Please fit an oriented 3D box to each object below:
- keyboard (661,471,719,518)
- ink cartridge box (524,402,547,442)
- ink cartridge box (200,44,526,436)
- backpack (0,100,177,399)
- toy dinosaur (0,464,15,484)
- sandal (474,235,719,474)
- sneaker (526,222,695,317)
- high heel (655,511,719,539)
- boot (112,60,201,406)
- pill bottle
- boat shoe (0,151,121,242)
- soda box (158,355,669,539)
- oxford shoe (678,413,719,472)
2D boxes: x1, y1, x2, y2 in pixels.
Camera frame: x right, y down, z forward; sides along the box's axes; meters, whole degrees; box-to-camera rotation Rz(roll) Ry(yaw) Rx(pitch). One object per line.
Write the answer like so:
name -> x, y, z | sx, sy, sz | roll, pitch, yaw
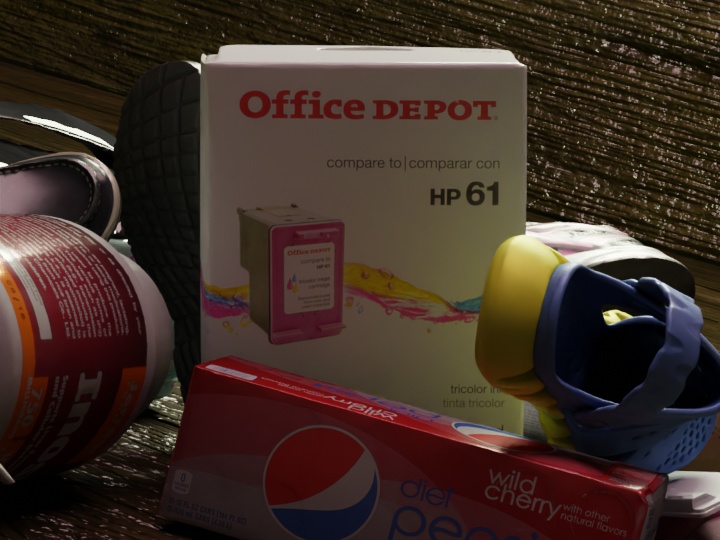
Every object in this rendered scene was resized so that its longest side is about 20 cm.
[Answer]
keyboard -> 0.095, 0.100, 1.361 | 0.200, 0.011, 0.056 | -1, 7, 45
ink cartridge box -> 0.157, 0.068, 1.551 | 0.200, 0.045, 0.176 | 14, -26, 10
ink cartridge box -> 0.000, 0.000, 1.335 | 0.144, 0.200, 0.085 | 0, 6, -2
backpack -> -0.166, -0.006, 1.497 | 0.200, 0.127, 0.167 | 6, 24, -38
toy dinosaur -> -0.222, 0.071, 0.998 | 0.200, 0.077, 0.102 | 18, 17, -2
sandal -> 0.119, 0.048, 1.259 | 0.087, 0.080, 0.200 | 11, -10, 26
sneaker -> 0.055, 0.016, 1.443 | 0.200, 0.080, 0.086 | -1, 22, -15
high heel -> 0.174, 0.114, 1.408 | 0.096, 0.067, 0.200 | 25, 12, 18
boot -> -0.047, -0.015, 1.468 | 0.070, 0.200, 0.132 | -2, 13, 36
pill bottle -> -0.153, 0.032, 1.224 | 0.113, 0.113, 0.200 | 15, 6, 18
boat shoe -> -0.199, -0.007, 1.335 | 0.200, 0.075, 0.062 | -20, -25, -17
soda box -> 0.022, 0.095, 1.240 | 0.200, 0.070, 0.063 | 15, 5, 12
oxford shoe -> 0.141, 0.063, 1.416 | 0.071, 0.074, 0.200 | 36, -3, 38
